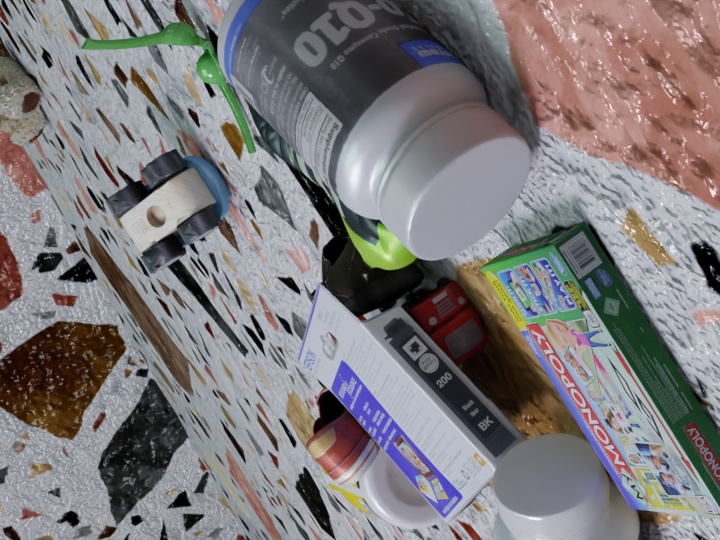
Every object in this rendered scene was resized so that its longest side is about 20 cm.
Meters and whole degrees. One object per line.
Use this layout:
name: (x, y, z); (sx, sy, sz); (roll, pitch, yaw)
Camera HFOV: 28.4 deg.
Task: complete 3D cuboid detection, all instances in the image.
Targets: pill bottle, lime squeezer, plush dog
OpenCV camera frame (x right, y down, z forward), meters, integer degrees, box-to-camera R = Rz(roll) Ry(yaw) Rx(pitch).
pill bottle: (0.025, 0.187, 1.414); (0.113, 0.112, 0.200); (59, 164, -9)
pill bottle: (0.008, -0.104, 0.890); (0.200, 0.114, 0.114); (47, 162, 30)
lime squeezer: (-0.157, -0.186, 1.324); (0.200, 0.071, 0.038); (32, 161, -33)
pill bottle: (0.162, 0.220, 1.072); (0.111, 0.110, 0.201); (37, 155, 50)
plush dog: (-0.627, -0.273, 2.342); (0.161, 0.171, 0.200); (55, 165, 6)

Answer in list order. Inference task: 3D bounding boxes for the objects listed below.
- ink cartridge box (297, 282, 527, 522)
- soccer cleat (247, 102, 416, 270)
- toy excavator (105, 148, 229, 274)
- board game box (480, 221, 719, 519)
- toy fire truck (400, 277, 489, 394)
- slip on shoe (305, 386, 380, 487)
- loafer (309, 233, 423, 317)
ink cartridge box: (0.035, 0.103, 1.165); (0.200, 0.043, 0.198); (46, 160, 10)
soccer cleat: (-0.015, -0.091, 1.100); (0.200, 0.067, 0.081); (51, 146, 15)
toy excavator: (-0.211, -0.068, 1.660); (0.194, 0.200, 0.100); (-34, 89, 30)
board game box: (0.163, 0.068, 0.925); (0.200, 0.029, 0.135); (57, 164, -3)
toy fire truck: (0.070, 0.087, 1.200); (0.141, 0.049, 0.200); (56, 163, -1)
slip on shoe: (-0.007, 0.121, 1.324); (0.061, 0.074, 0.200); (39, -152, -11)
loafer: (0.000, 0.000, 1.223); (0.072, 0.073, 0.200); (66, 159, 3)
